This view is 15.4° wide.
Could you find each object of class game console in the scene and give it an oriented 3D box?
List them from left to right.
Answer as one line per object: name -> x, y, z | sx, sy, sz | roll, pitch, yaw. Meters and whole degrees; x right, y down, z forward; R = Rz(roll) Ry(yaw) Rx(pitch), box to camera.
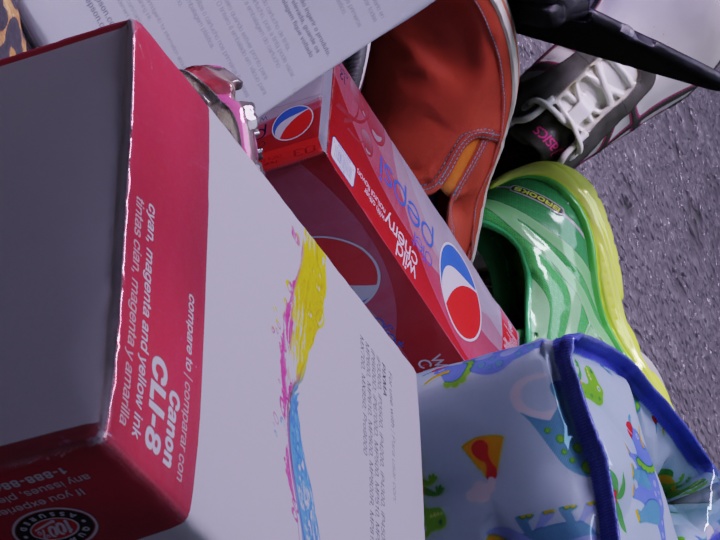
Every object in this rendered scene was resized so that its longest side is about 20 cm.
game console -> 0.071, -0.173, 1.259 | 0.116, 0.200, 0.176 | -18, 113, -30

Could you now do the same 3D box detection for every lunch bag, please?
lunch bag -> 0.049, 0.110, 1.060 | 0.200, 0.170, 0.128 | 20, 56, -69

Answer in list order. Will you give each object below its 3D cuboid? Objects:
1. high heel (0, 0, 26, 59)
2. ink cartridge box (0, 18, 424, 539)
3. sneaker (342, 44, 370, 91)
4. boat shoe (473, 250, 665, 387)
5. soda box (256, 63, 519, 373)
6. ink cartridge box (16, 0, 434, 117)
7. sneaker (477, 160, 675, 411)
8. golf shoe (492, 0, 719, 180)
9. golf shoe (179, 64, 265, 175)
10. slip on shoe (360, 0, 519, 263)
high heel -> -0.135, -0.137, 0.865 | 0.143, 0.071, 0.201 | 39, 61, -49
ink cartridge box -> -0.083, 0.056, 0.780 | 0.200, 0.145, 0.145 | 51, 30, -47
sneaker -> -0.022, -0.143, 1.212 | 0.115, 0.075, 0.201 | 31, 46, -67
boat shoe -> 0.103, 0.059, 1.399 | 0.202, 0.072, 0.060 | 42, 38, -46
soda box -> 0.000, 0.000, 1.160 | 0.064, 0.070, 0.200 | -86, 152, -42
ink cartridge box -> -0.048, -0.154, 0.962 | 0.041, 0.200, 0.200 | 47, -13, 50
sneaker -> 0.096, 0.049, 1.288 | 0.074, 0.083, 0.201 | -30, -101, 64
golf shoe -> 0.121, -0.090, 1.369 | 0.077, 0.200, 0.088 | 46, 25, -11
golf shoe -> -0.081, 0.028, 0.949 | 0.092, 0.073, 0.201 | -7, 91, -30
slip on shoe -> 0.027, -0.061, 1.204 | 0.061, 0.074, 0.200 | -54, 156, -51
